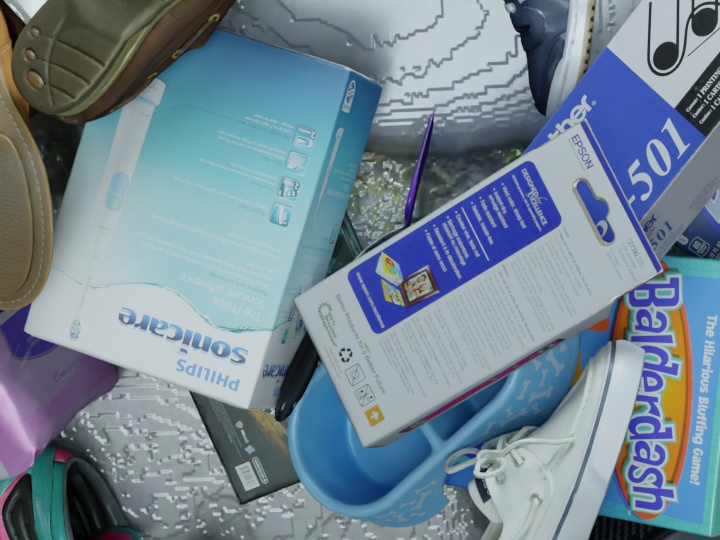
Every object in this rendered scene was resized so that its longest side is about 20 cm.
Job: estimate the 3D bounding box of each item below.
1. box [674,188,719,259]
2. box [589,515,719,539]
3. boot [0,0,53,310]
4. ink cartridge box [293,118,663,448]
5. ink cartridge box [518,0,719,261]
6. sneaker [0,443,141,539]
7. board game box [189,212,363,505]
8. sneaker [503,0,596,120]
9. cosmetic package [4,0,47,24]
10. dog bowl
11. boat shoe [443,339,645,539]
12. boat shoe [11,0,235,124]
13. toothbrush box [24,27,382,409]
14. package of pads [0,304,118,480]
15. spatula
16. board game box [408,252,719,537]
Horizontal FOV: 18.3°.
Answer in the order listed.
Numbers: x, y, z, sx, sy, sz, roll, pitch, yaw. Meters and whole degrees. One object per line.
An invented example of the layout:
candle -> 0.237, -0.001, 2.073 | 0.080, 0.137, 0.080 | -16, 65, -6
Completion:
box -> 0.233, -0.102, 1.277 | 0.070, 0.064, 0.201 | 33, 106, -2
box -> 0.185, 0.221, 1.348 | 0.199, 0.104, 0.149 | -33, 98, 14
boot -> -0.207, -0.086, 1.290 | 0.073, 0.155, 0.202 | -11, 99, 6
ink cartridge box -> 0.065, 0.009, 1.220 | 0.199, 0.037, 0.095 | -32, 75, 22
ink cartridge box -> 0.177, -0.099, 1.224 | 0.201, 0.044, 0.094 | -53, 50, 13
sneaker -> -0.196, 0.196, 1.405 | 0.120, 0.084, 0.202 | -1, 104, 17
board game box -> -0.052, 0.029, 1.366 | 0.134, 0.028, 0.201 | -21, 101, 12
sneaker -> 0.082, -0.187, 1.270 | 0.107, 0.070, 0.202 | 3, 99, 2
cosmetic package -> -0.126, -0.232, 1.270 | 0.200, 0.102, 0.074 | -41, 97, 17
dog bowl -> 0.035, 0.069, 1.291 | 0.200, 0.049, 0.112 | -44, 68, 26
boat shoe -> 0.088, 0.120, 1.235 | 0.085, 0.075, 0.203 | 21, 112, 2
boat shoe -> -0.103, -0.159, 1.223 | 0.200, 0.068, 0.072 | -44, 68, 8
toothbrush box -> -0.089, -0.036, 1.289 | 0.145, 0.085, 0.202 | 17, 91, 14
package of pads -> -0.234, 0.017, 1.338 | 0.075, 0.121, 0.201 | -24, 101, 26
spatula -> 0.000, 0.000, 1.300 | 0.020, 0.057, 0.201 | 30, 79, 7
board game box -> 0.128, 0.060, 1.287 | 0.199, 0.045, 0.154 | 7, 94, 32
